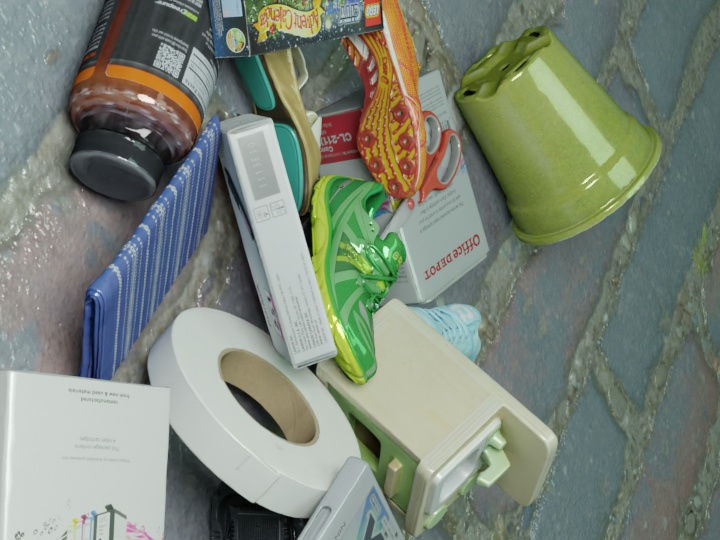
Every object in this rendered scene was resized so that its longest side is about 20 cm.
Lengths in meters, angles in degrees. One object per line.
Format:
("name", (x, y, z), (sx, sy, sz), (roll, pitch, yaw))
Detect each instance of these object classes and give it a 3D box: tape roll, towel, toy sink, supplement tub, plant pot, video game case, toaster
("tape roll", (-0.084, 0.114, 1.107), (0.202, 0.037, 0.203), (38, 19, -16))
("towel", (-0.165, -0.010, 1.059), (0.145, 0.024, 0.201), (108, 8, -52))
("toy sink", (0.059, 0.150, 1.218), (0.112, 0.200, 0.131), (-39, 157, -26))
("supplement tub", (-0.167, -0.158, 1.074), (0.107, 0.106, 0.202), (41, 56, -43))
("plant pot", (0.207, -0.163, 1.530), (0.185, 0.199, 0.201), (50, 48, -21))
("video game case", (-0.020, 0.276, 1.085), (0.183, 0.022, 0.201), (-56, 145, -27))
("toaster", (-0.054, 0.247, 1.170), (0.129, 0.113, 0.203), (9, 78, -56))

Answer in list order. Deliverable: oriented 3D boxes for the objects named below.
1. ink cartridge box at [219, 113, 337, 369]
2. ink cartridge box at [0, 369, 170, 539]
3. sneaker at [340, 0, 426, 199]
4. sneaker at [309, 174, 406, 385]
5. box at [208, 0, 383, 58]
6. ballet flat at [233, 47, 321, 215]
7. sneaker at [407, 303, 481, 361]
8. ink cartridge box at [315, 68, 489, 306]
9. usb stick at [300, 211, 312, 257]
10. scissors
("ink cartridge box", (-0.082, -0.032, 1.157), (0.043, 0.173, 0.202), (-18, 102, -12))
("ink cartridge box", (-0.229, 0.175, 0.912), (0.144, 0.146, 0.203), (13, 75, -52))
("sneaker", (0.033, -0.166, 1.242), (0.077, 0.072, 0.202), (-7, 88, -55))
("sneaker", (0.000, 0.000, 1.183), (0.074, 0.083, 0.202), (79, 5, -62))
("box", (-0.052, -0.256, 1.114), (0.199, 0.037, 0.138), (-25, 113, -54))
("ballet flat", (-0.064, -0.147, 1.221), (0.063, 0.068, 0.202), (-35, 124, -32))
("sneaker", (0.078, 0.057, 1.348), (0.082, 0.074, 0.200), (-47, 163, -3))
("ink cartridge box", (0.039, -0.081, 1.357), (0.145, 0.082, 0.202), (-33, 111, -50))
("usb stick", (-0.019, 0.035, 1.309), (0.056, 0.032, 0.201), (-50, 124, -34))
("scissors", (0.055, -0.067, 1.297), (0.073, 0.014, 0.201), (48, 49, -38))
